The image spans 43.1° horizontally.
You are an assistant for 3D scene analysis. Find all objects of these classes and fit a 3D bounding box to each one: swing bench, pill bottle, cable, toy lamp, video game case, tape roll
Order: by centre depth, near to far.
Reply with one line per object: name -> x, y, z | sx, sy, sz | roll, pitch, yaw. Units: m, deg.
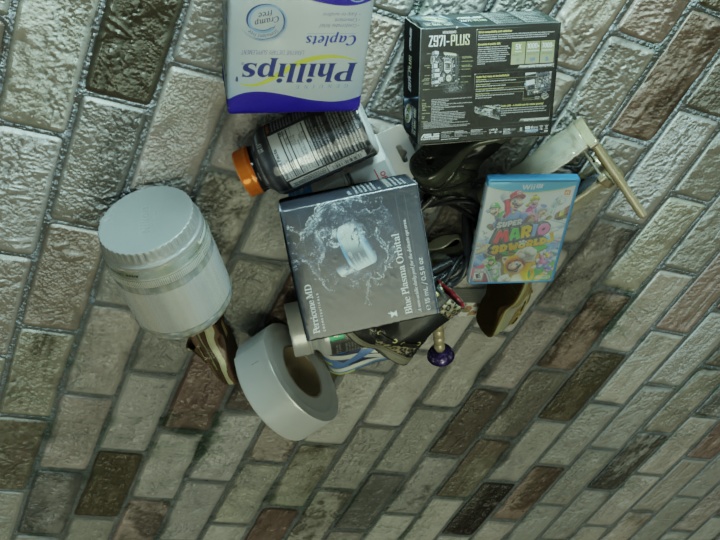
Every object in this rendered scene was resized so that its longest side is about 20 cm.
pill bottle -> -0.082, -0.177, 1.313 | 0.200, 0.106, 0.106 | -23, 135, 7
video game case -> 0.249, -0.061, 1.410 | 0.143, 0.018, 0.200 | -1, 129, -8
swing bench -> 0.315, -0.126, 1.464 | 0.199, 0.130, 0.200 | -34, 127, 18
cable -> 0.118, -0.046, 1.499 | 0.163, 0.051, 0.200 | 34, 106, -10
pill bottle -> -0.025, 0.084, 1.577 | 0.200, 0.113, 0.113 | -12, 135, -5
tape roll -> -0.127, 0.192, 1.593 | 0.071, 0.203, 0.202 | -34, 133, 19
toy lamp -> 0.137, 0.089, 1.612 | 0.058, 0.058, 0.200 | -14, 134, -2

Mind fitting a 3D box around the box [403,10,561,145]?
box -> 0.165, -0.271, 1.276 | 0.200, 0.086, 0.164 | -6, 117, -10

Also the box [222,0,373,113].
box -> -0.085, -0.313, 1.180 | 0.184, 0.105, 0.200 | -3, 135, -12

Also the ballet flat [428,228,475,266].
ballet flat -> 0.181, -0.040, 1.549 | 0.200, 0.071, 0.071 | -12, 135, 0

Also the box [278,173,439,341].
box -> -0.004, -0.021, 1.327 | 0.200, 0.117, 0.197 | -12, 103, -3

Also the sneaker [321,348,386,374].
sneaker -> 0.017, 0.122, 1.656 | 0.200, 0.074, 0.082 | -25, 133, 7

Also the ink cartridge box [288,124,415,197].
ink cartridge box -> -0.001, -0.129, 1.409 | 0.200, 0.068, 0.116 | -25, 135, 8

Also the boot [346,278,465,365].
boot -> 0.060, 0.061, 1.463 | 0.154, 0.074, 0.203 | -42, 133, 17

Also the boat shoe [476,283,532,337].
boat shoe -> 0.262, 0.038, 1.590 | 0.066, 0.074, 0.200 | -20, 153, -27

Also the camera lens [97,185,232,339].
camera lens -> -0.291, -0.007, 1.380 | 0.160, 0.160, 0.200 | -15, 135, -1

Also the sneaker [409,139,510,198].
sneaker -> 0.169, -0.183, 1.408 | 0.199, 0.076, 0.114 | -37, 157, -3

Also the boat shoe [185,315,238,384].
boat shoe -> -0.265, 0.122, 1.586 | 0.075, 0.075, 0.203 | -5, 130, 8

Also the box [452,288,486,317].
box -> 0.167, 0.059, 1.660 | 0.200, 0.041, 0.039 | -1, 133, -17
